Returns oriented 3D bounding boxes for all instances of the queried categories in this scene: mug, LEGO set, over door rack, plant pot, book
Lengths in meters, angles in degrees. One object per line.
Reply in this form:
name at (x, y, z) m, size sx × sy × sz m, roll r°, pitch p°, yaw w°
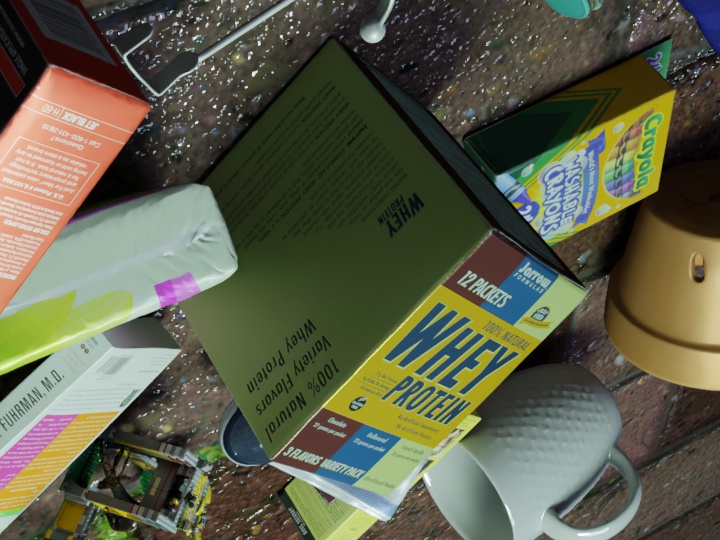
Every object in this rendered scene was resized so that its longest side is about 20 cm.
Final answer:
mug at (0.182, 0.188, 1.276) m, size 0.175 × 0.200 × 0.148 m, roll -31°, pitch 138°, yaw -24°
LEGO set at (-0.164, 0.217, 1.008) m, size 0.201 × 0.115 × 0.154 m, roll -63°, pitch 146°, yaw -27°
over door rack at (-0.053, -0.168, 0.672) m, size 0.199 × 0.148 × 0.067 m, roll -27°, pitch 141°, yaw -14°
plant pot at (0.325, -0.007, 1.187) m, size 0.199 × 0.200 × 0.141 m, roll -21°, pitch 128°, yaw -22°
book at (-0.225, 0.111, 0.908) m, size 0.200 × 0.048 × 0.134 m, roll -42°, pitch 171°, yaw 6°

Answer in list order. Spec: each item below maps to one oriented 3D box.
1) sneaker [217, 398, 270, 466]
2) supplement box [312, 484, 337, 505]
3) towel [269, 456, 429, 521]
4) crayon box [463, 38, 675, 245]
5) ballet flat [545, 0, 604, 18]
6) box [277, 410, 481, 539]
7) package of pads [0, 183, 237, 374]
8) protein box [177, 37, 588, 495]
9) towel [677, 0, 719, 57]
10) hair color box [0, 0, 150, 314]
sneaker at (-0.010, 0.102, 0.965) m, size 0.199 × 0.109 × 0.070 m, roll -24°, pitch 110°, yaw -3°
supplement box at (0.019, 0.086, 1.077) m, size 0.200 × 0.109 × 0.061 m, roll -37°, pitch -170°, yaw 2°
towel at (0.009, 0.087, 1.035) m, size 0.146 × 0.024 × 0.201 m, roll 29°, pitch 96°, yaw -9°
crayon box at (0.180, -0.092, 1.063) m, size 0.199 × 0.052 × 0.126 m, roll -27°, pitch 146°, yaw -14°
ballet flat at (0.115, -0.239, 0.823) m, size 0.074 × 0.074 × 0.200 m, roll -39°, pitch 149°, yaw 5°
box at (0.016, 0.176, 1.226) m, size 0.200 × 0.075 × 0.050 m, roll -47°, pitch 147°, yaw 15°
package of pads at (-0.189, 0.009, 0.774) m, size 0.199 × 0.069 × 0.154 m, roll -22°, pitch -171°, yaw -21°
protein box at (0.000, 0.000, 0.867) m, size 0.199 × 0.200 × 0.135 m, roll -46°, pitch 143°, yaw 13°
towel at (0.314, -0.241, 1.008) m, size 0.147 × 0.050 × 0.200 m, roll -38°, pitch 148°, yaw 17°
hair color box at (-0.191, -0.036, 0.599) m, size 0.061 × 0.102 × 0.200 m, roll 17°, pitch 118°, yaw -49°
